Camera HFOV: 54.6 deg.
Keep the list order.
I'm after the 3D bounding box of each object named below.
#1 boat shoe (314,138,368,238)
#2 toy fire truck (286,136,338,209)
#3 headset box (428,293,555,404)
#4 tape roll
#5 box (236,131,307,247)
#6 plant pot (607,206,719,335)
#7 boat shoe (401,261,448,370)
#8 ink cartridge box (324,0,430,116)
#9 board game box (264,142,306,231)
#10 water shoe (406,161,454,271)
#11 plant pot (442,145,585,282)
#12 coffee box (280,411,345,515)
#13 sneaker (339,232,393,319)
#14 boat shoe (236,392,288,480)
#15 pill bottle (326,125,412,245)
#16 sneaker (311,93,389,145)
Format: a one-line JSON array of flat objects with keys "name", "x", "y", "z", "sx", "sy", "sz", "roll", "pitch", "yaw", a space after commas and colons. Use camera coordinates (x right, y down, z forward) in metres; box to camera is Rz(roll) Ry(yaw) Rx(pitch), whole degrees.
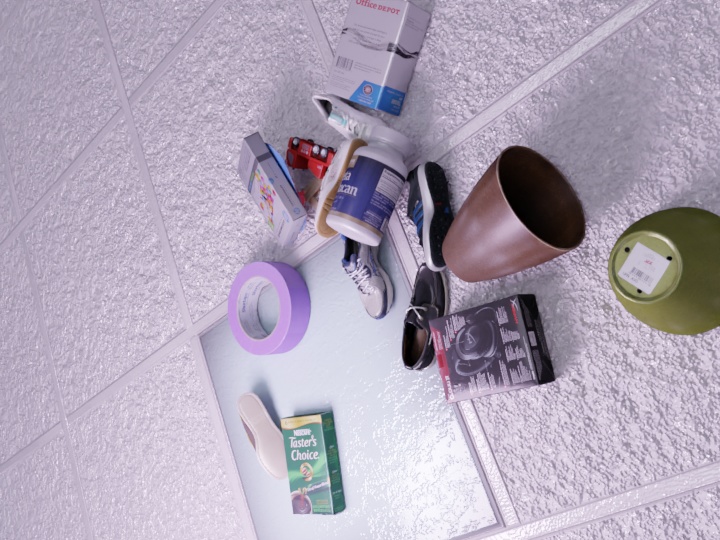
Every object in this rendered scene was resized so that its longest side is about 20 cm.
[{"name": "boat shoe", "x": -0.045, "y": -0.160, "z": 1.361, "sx": 0.069, "sy": 0.070, "sz": 0.203, "roll": 15, "pitch": 80, "yaw": 52}, {"name": "toy fire truck", "x": -0.088, "y": -0.189, "z": 1.457, "sx": 0.199, "sy": 0.048, "sz": 0.143, "roll": 27, "pitch": 109, "yaw": 38}, {"name": "headset box", "x": 0.214, "y": 0.138, "z": 1.196, "sx": 0.198, "sy": 0.077, "sz": 0.152, "roll": -21, "pitch": 75, "yaw": 37}, {"name": "tape roll", "x": -0.203, "y": 0.082, "z": 1.531, "sx": 0.198, "sy": 0.065, "sz": 0.204, "roll": -1, "pitch": 88, "yaw": 39}, {"name": "box", "x": -0.189, "y": -0.165, "z": 1.465, "sx": 0.202, "sy": 0.041, "sz": 0.156, "roll": 58, "pitch": 158, "yaw": 7}, {"name": "plant pot", "x": 0.419, "y": -0.001, "z": 0.960, "sx": 0.185, "sy": 0.199, "sz": 0.191, "roll": -1, "pitch": 89, "yaw": 37}, {"name": "boat shoe", "x": 0.114, "y": 0.084, "z": 1.282, "sx": 0.071, "sy": 0.067, "sz": 0.204, "roll": 10, "pitch": 93, "yaw": 39}, {"name": "ink cartridge box", "x": 0.032, "y": -0.420, "z": 1.347, "sx": 0.144, "sy": 0.084, "sz": 0.203, "roll": 28, "pitch": 107, "yaw": 34}, {"name": "board game box", "x": -0.153, "y": -0.182, "z": 1.476, "sx": 0.157, "sy": 0.039, "sz": 0.203, "roll": 10, "pitch": 126, "yaw": 62}, {"name": "water shoe", "x": 0.127, "y": -0.096, "z": 1.287, "sx": 0.079, "sy": 0.070, "sz": 0.204, "roll": -17, "pitch": 73, "yaw": 58}, {"name": "plant pot", "x": 0.230, "y": -0.067, "z": 1.143, "sx": 0.200, "sy": 0.185, "sz": 0.189, "roll": -42, "pitch": 64, "yaw": 45}, {"name": "coffee box", "x": -0.101, "y": 0.401, "z": 1.455, "sx": 0.122, "sy": 0.044, "sz": 0.204, "roll": -13, "pitch": 81, "yaw": 37}, {"name": "sneaker", "x": 0.000, "y": 0.000, "z": 1.361, "sx": 0.076, "sy": 0.085, "sz": 0.203, "roll": -25, "pitch": 74, "yaw": 34}, {"name": "boat shoe", "x": -0.212, "y": 0.364, "z": 1.534, "sx": 0.202, "sy": 0.071, "sz": 0.060, "roll": 60, "pitch": 163, "yaw": 8}, {"name": "pill bottle", "x": 0.022, "y": -0.159, "z": 1.291, "sx": 0.110, "sy": 0.111, "sz": 0.203, "roll": 19, "pitch": 83, "yaw": 36}, {"name": "sneaker", "x": -0.023, "y": -0.291, "z": 1.384, "sx": 0.199, "sy": 0.088, "sz": 0.076, "roll": 40, "pitch": 110, "yaw": 31}]
